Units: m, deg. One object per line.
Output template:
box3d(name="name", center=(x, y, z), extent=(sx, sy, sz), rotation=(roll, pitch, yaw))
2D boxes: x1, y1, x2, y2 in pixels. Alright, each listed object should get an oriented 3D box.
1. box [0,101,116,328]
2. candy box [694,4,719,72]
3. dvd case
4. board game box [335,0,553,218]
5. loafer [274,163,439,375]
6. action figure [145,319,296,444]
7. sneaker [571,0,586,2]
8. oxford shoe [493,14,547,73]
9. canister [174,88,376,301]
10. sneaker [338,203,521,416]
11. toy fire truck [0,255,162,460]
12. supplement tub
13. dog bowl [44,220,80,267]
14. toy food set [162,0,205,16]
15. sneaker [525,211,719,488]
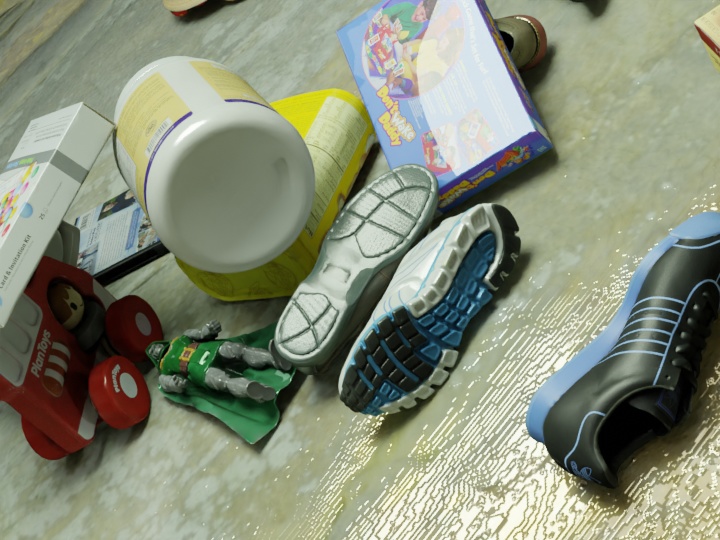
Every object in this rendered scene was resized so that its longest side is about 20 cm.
box3d(name="box", center=(-0.305, -0.048, 1.062), extent=(0.155, 0.041, 0.202), rotation=(0, 62, 59))
box3d(name="candy box", center=(0.368, -0.203, 0.898), extent=(0.199, 0.055, 0.116), rotation=(-34, 35, 11))
box3d(name="dvd case", center=(-0.262, -0.050, 1.371), extent=(0.198, 0.018, 0.144), rotation=(-25, 38, 21))
box3d(name="board game box", center=(0.071, -0.164, 1.067), extent=(0.133, 0.045, 0.202), rotation=(-30, 64, 20))
box3d(name="loafer", center=(0.000, 0.000, 1.008), extent=(0.071, 0.063, 0.201), rotation=(32, 79, 26))
box3d(name="action figure", center=(-0.135, 0.085, 1.073), extent=(0.199, 0.055, 0.119), rotation=(1, 55, 50))
box3d(name="sneaker", center=(0.188, -0.307, 1.183), extent=(0.079, 0.074, 0.201), rotation=(-39, 27, 18))
box3d(name="oxford shoe", center=(0.076, -0.199, 1.140), extent=(0.198, 0.071, 0.075), rotation=(-19, 0, 30))
box3d(name="canister", center=(-0.077, -0.077, 1.163), extent=(0.147, 0.087, 0.202), rotation=(-6, 46, 38))
box3d(name="sneaker", center=(0.046, 0.032, 0.952), extent=(0.200, 0.075, 0.086), rotation=(-50, 22, -17))
box3d(name="toy fire truck", center=(-0.286, 0.068, 1.130), extent=(0.111, 0.168, 0.202), rotation=(-24, 38, 21))
box3d(name="supplement tub", center=(-0.135, -0.100, 1.036), extent=(0.145, 0.146, 0.200), rotation=(-41, 34, -1))
box3d(name="dog bowl", center=(-0.362, 0.017, 1.243), extent=(0.058, 0.201, 0.202), rotation=(19, 56, 5))
box3d(name="toy food set", center=(-0.202, -0.440, 1.717), extent=(0.198, 0.049, 0.200), rotation=(-22, 38, 26))
box3d(name="sneaker", center=(0.197, 0.054, 0.775), extent=(0.201, 0.070, 0.078), rotation=(-50, 39, -3))
